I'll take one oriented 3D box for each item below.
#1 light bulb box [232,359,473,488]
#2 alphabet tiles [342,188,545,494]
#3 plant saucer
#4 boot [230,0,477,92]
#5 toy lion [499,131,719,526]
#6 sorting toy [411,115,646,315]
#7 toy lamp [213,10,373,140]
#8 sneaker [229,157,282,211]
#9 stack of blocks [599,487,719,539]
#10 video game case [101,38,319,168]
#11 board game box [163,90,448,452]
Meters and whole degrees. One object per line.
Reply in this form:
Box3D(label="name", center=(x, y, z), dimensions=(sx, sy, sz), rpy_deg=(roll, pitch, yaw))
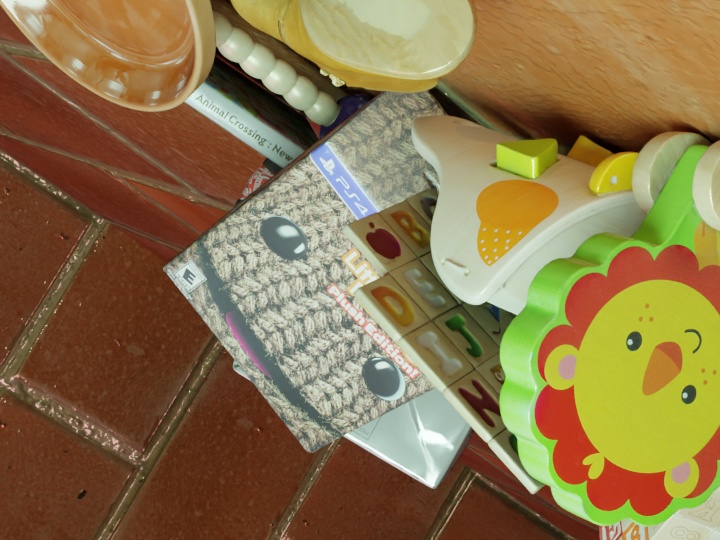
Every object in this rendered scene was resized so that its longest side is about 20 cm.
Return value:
Box3D(label="light bulb box", center=(0.015, 0.080, 1.501), dimensions=(0.198, 0.125, 0.200), rpy_deg=(30, 179, 7))
Box3D(label="alphabet tiles", center=(0.081, 0.039, 0.935), dimensions=(0.200, 0.006, 0.166), rpy_deg=(48, -149, 11))
Box3D(label="plant saucer", center=(-0.162, -0.185, 1.052), dimensions=(0.200, 0.032, 0.201), rpy_deg=(31, 148, 22))
Box3D(label="boot", center=(0.011, -0.125, 0.908), dimensions=(0.201, 0.071, 0.144), rpy_deg=(30, 179, 37))
Box3D(label="toy lion", center=(0.165, 0.044, 0.867), dimensions=(0.200, 0.192, 0.069), rpy_deg=(35, 172, -28))
Box3D(label="sorting toy", center=(0.112, -0.032, 0.986), dimensions=(0.199, 0.107, 0.180), rpy_deg=(23, -168, -37))
Box3D(label="toy lamp", center=(-0.075, -0.143, 1.135), dimensions=(0.200, 0.058, 0.058), rpy_deg=(32, 173, -26))
Box3D(label="sneaker", center=(-0.026, 0.004, 1.284), dimensions=(0.201, 0.108, 0.067), rpy_deg=(42, -173, 33))
Box3D(label="stack of blocks", center=(0.216, 0.104, 1.063), dimensions=(0.058, 0.200, 0.116), rpy_deg=(21, -140, -13))
Box3D(label="video game case", center=(-0.103, -0.130, 1.246), dimensions=(0.182, 0.022, 0.200), rpy_deg=(33, -171, -16))
Box3D(label="board game box", center=(0.000, 0.000, 1.107), dimensions=(0.160, 0.097, 0.200), rpy_deg=(51, 139, -5))
